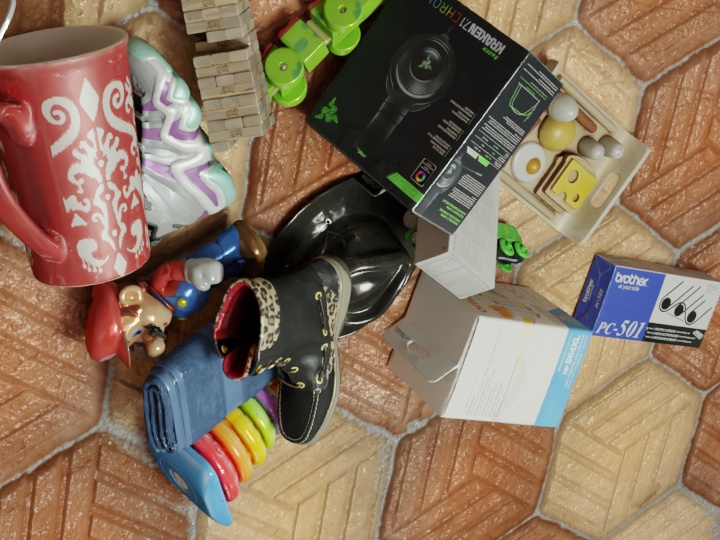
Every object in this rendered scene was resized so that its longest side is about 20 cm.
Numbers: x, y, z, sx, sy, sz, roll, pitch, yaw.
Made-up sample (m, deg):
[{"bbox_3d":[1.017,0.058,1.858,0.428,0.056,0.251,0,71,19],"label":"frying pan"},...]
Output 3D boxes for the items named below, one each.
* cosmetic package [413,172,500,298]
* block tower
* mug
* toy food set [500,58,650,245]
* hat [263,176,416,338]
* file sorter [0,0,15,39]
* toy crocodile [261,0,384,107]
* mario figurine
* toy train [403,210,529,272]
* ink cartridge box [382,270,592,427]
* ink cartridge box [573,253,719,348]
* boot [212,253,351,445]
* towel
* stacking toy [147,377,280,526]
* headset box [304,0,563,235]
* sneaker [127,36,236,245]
[{"bbox_3d":[0.103,-0.080,1.454,0.082,0.050,0.202,37,47,-40],"label":"cosmetic package"},{"bbox_3d":[-0.126,-0.215,1.277,0.057,0.054,0.202,-6,107,10],"label":"block tower"},{"bbox_3d":[-0.268,-0.092,1.198,0.176,0.133,0.202,-24,119,-34],"label":"mug"},{"bbox_3d":[0.235,-0.130,1.580,0.199,0.060,0.144,33,93,-38],"label":"toy food set"},{"bbox_3d":[0.000,0.000,1.486,0.199,0.081,0.203,-14,119,-26],"label":"hat"},{"bbox_3d":[-0.397,-0.217,1.100,0.199,0.124,0.140,26,98,-38],"label":"file sorter"},{"bbox_3d":[-0.051,-0.224,1.358,0.200,0.062,0.068,-44,170,-7],"label":"toy crocodile"},{"bbox_3d":[-0.179,0.039,1.379,0.199,0.106,0.124,-31,128,-17],"label":"mario figurine"},{"bbox_3d":[0.117,-0.036,1.535,0.042,0.057,0.199,-41,150,30],"label":"toy train"},{"bbox_3d":[0.138,0.089,1.587,0.198,0.128,0.127,9,108,-35],"label":"ink cartridge box"},{"bbox_3d":[0.365,0.041,1.759,0.198,0.044,0.095,8,107,-34],"label":"ink cartridge box"},{"bbox_3d":[-0.082,0.087,1.386,0.150,0.073,0.202,-9,116,-55],"label":"boot"},{"bbox_3d":[-0.141,0.094,1.420,0.199,0.048,0.113,-37,141,-37],"label":"towel"},{"bbox_3d":[-0.120,0.161,1.490,0.200,0.109,0.117,-40,145,-22],"label":"stacking toy"},{"bbox_3d":[0.066,-0.160,1.370,0.201,0.174,0.093,-53,148,8],"label":"headset box"},{"bbox_3d":[-0.210,-0.107,1.302,0.139,0.078,0.201,-34,126,-13],"label":"sneaker"}]
